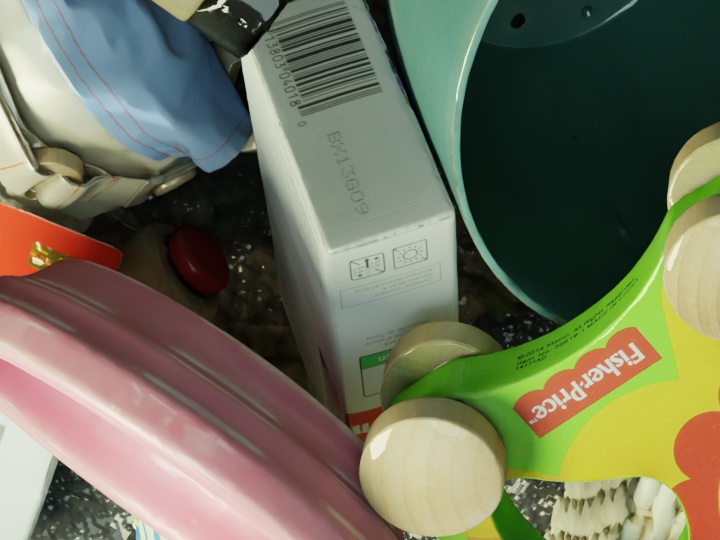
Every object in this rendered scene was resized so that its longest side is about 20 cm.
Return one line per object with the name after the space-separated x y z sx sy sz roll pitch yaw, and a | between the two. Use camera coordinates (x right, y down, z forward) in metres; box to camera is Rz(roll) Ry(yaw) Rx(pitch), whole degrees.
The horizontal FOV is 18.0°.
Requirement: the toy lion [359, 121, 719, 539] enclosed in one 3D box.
0.129 0.064 0.745 0.199 0.069 0.192 -34 109 24 | toy lion

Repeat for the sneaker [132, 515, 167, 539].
-0.075 0.139 0.967 0.105 0.076 0.201 -29 106 12 | sneaker

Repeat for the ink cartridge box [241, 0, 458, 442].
0.000 0.000 0.856 0.050 0.110 0.201 -17 147 -6 | ink cartridge box

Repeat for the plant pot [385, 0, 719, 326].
0.098 -0.102 0.815 0.199 0.161 0.202 -11 125 -16 | plant pot

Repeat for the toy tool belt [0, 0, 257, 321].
-0.090 -0.074 0.872 0.122 0.125 0.200 -32 105 21 | toy tool belt

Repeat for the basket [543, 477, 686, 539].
0.162 0.120 0.887 0.160 0.200 0.200 18 108 -2 | basket

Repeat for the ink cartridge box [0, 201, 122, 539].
-0.191 0.036 0.903 0.159 0.047 0.200 21 141 -4 | ink cartridge box

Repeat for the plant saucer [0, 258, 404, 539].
-0.059 0.060 0.805 0.200 0.200 0.051 38 76 -10 | plant saucer

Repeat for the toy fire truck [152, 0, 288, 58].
0.000 -0.186 0.763 0.128 0.176 0.200 34 123 -11 | toy fire truck
